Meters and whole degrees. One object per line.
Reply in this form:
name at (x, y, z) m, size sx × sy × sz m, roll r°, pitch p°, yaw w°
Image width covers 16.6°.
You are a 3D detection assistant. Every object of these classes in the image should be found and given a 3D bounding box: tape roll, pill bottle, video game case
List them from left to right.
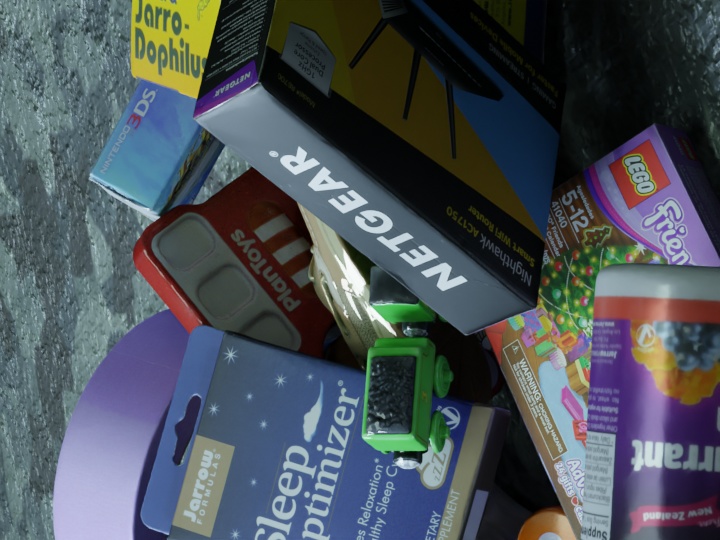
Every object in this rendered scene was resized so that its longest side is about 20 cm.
tape roll at (-0.095, 0.125, 1.491) m, size 0.065 × 0.200 × 0.201 m, roll 14°, pitch 117°, yaw 35°
video game case at (-0.084, -0.124, 1.453) m, size 0.201 × 0.045 × 0.181 m, roll -61°, pitch -3°, yaw -2°
pill bottle at (0.158, 0.100, 1.138) m, size 0.111 × 0.111 × 0.201 m, roll -1°, pitch 86°, yaw 62°

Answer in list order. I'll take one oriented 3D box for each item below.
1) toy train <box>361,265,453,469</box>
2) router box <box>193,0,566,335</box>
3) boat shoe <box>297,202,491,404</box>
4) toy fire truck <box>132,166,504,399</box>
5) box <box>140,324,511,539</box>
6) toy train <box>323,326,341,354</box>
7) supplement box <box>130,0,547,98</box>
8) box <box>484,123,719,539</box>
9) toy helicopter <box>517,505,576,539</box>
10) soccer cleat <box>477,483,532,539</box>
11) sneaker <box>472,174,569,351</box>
toy train at (0.026, 0.002, 1.288) m, size 0.056 × 0.041 × 0.201 m, roll 43°, pitch -132°, yaw -63°
router box at (0.015, -0.083, 1.213) m, size 0.051 × 0.200 × 0.150 m, roll -24°, pitch 42°, yaw 38°
boat shoe at (0.000, 0.000, 1.348) m, size 0.064 × 0.071 × 0.201 m, roll -14°, pitch 105°, yaw 44°
toy fire truck at (-0.018, 0.022, 1.440) m, size 0.200 × 0.168 × 0.112 m, roll 52°, pitch 150°, yaw 2°
box at (-0.028, 0.108, 1.332) m, size 0.199 × 0.032 × 0.122 m, roll 15°, pitch 88°, yaw 26°
toy train at (-0.060, 0.048, 1.652) m, size 0.200 × 0.086 × 0.115 m, roll 48°, pitch 134°, yaw 42°
supplement box at (-0.011, -0.152, 1.321) m, size 0.109 × 0.199 × 0.110 m, roll 22°, pitch 113°, yaw 58°
box at (0.143, 0.047, 1.242) m, size 0.137 × 0.039 × 0.201 m, roll -34°, pitch 69°, yaw 27°
toy helicopter at (0.108, 0.226, 1.351) m, size 0.200 × 0.079 × 0.132 m, roll -49°, pitch 65°, yaw 24°
soccer cleat at (0.085, 0.170, 1.462) m, size 0.200 × 0.069 × 0.078 m, roll 47°, pitch 172°, yaw 31°
sneaker at (0.055, -0.026, 1.386) m, size 0.201 × 0.067 × 0.108 m, roll 36°, pitch 135°, yaw 33°
